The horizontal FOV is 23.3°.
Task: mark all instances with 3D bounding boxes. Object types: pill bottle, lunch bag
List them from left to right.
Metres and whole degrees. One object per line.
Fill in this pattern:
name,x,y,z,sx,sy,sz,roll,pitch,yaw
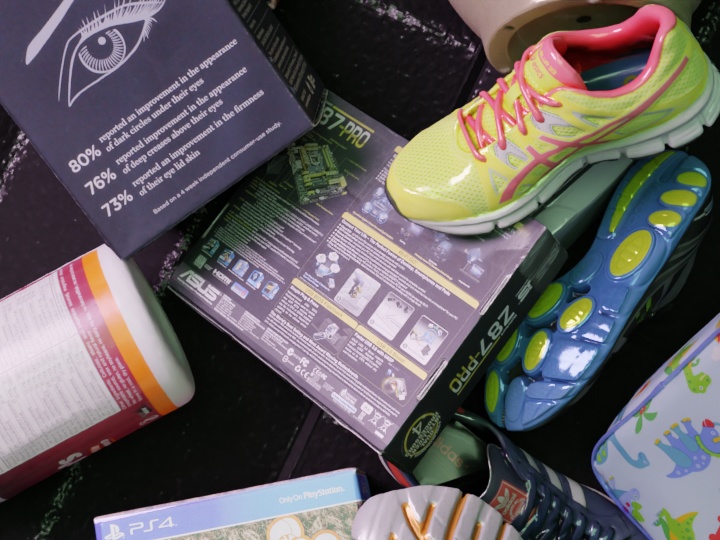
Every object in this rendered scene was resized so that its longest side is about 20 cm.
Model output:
pill bottle,-0.209,0.074,1.054,0.199,0.110,0.110,-28,81,-1
lunch bag,0.239,0.102,0.988,0.161,0.200,0.082,46,43,8

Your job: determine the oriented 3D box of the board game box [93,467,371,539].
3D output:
board game box,-0.057,0.231,1.028,0.158,0.097,0.202,-12,81,2

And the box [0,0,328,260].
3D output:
box,-0.135,-0.135,1.027,0.147,0.104,0.201,-32,103,12

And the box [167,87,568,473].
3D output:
box,0.000,0.000,1.045,0.199,0.049,0.162,34,86,34

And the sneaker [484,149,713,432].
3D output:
sneaker,0.152,0.022,1.051,0.071,0.083,0.200,31,78,39

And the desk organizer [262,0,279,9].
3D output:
desk organizer,-0.138,-0.220,1.097,0.198,0.077,0.072,9,117,5

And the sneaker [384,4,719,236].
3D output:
sneaker,0.099,-0.092,0.968,0.198,0.090,0.079,-25,54,7

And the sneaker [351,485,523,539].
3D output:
sneaker,0.076,0.192,1.000,0.199,0.077,0.079,31,58,-14

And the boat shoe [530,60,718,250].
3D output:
boat shoe,0.132,-0.073,1.074,0.068,0.074,0.200,41,87,13

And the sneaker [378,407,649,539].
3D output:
sneaker,0.095,0.143,1.038,0.199,0.085,0.075,29,84,7

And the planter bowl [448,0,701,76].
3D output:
planter bowl,0.126,-0.190,1.016,0.198,0.200,0.136,-3,71,3
